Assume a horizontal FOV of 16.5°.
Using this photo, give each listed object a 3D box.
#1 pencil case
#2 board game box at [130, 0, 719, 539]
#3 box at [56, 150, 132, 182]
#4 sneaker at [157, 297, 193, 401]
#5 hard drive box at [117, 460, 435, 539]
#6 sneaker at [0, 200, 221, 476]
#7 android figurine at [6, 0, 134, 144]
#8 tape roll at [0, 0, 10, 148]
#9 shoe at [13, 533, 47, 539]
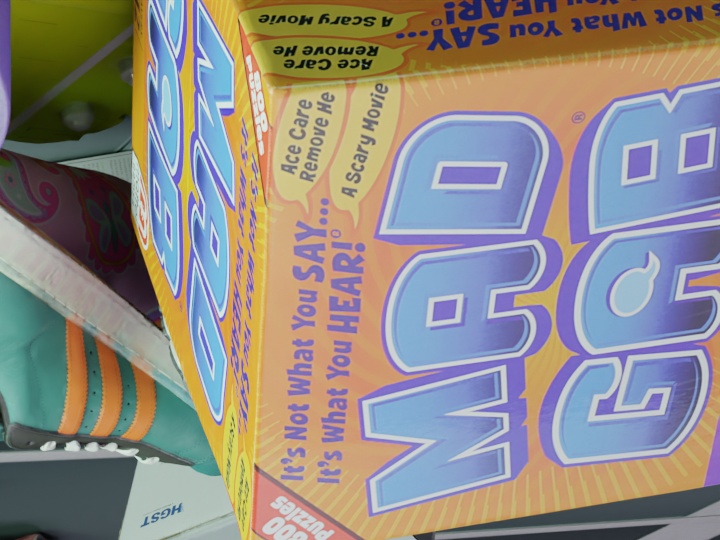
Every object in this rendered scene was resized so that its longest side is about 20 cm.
[{"bbox_3d":[-0.148,-0.008,1.058,0.087,0.088,0.199,-26,154,35],"label":"pencil case"},{"bbox_3d":[0.035,-0.050,0.880,0.198,0.200,0.201,-8,131,-15],"label":"board game box"},{"bbox_3d":[-0.153,-0.013,1.248,0.198,0.037,0.144,-9,161,-9],"label":"box"},{"bbox_3d":[-0.023,-0.003,1.023,0.079,0.078,0.200,-23,-156,31],"label":"sneaker"},{"bbox_3d":[-0.035,0.080,1.324,0.155,0.201,0.077,-22,125,28],"label":"hard drive box"},{"bbox_3d":[-0.122,0.041,1.004,0.080,0.071,0.200,-51,131,-3],"label":"sneaker"},{"bbox_3d":[-0.144,-0.091,1.015,0.199,0.041,0.182,7,154,-41],"label":"android figurine"},{"bbox_3d":[-0.224,-0.083,0.877,0.198,0.066,0.201,-3,151,-2],"label":"tape roll"},{"bbox_3d":[-0.284,0.224,1.818,0.090,0.072,0.200,-17,167,10],"label":"shoe"}]
